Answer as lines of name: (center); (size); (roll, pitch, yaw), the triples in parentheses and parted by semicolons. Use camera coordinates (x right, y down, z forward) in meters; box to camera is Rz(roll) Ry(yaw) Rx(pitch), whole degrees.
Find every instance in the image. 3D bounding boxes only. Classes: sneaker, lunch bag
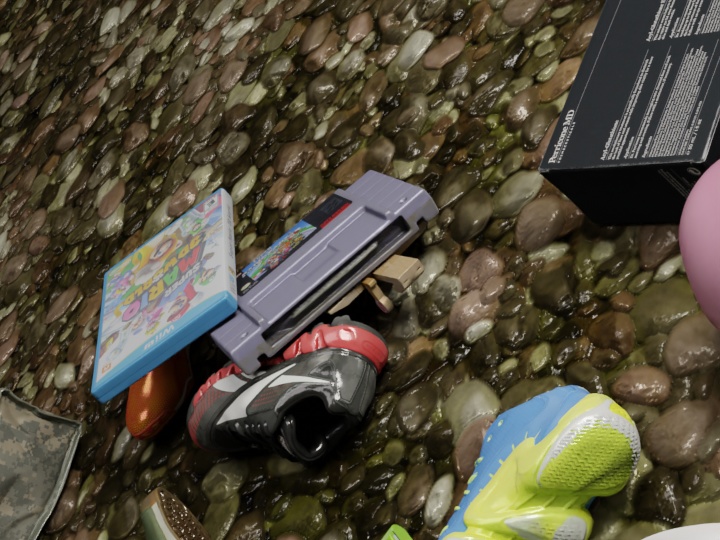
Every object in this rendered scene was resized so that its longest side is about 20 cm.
sneaker: (-0.066, 0.112, 1.108); (0.200, 0.071, 0.098); (-25, 40, 33)
lunch bag: (-0.377, 0.220, 1.345); (0.164, 0.117, 0.201); (-5, 62, 48)
sneaker: (-0.189, 0.062, 1.296); (0.073, 0.077, 0.201); (-21, 46, 35)
sneaker: (0.096, 0.153, 0.897); (0.200, 0.076, 0.105); (-47, 16, 9)
sneaker: (-0.147, 0.252, 1.079); (0.090, 0.067, 0.200); (-46, 37, 1)

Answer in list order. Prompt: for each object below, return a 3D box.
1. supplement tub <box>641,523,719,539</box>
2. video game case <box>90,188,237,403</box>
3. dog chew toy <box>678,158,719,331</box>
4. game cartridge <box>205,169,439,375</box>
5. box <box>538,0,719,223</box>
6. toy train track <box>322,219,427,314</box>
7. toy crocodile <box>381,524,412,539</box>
supplement tub: (0.177, 0.233, 0.643); (0.145, 0.145, 0.201); (-19, 46, 39)
video game case: (-0.167, 0.017, 1.217); (0.143, 0.018, 0.200); (-35, 27, 12)
dog chew toy: (0.282, -0.030, 0.785); (0.199, 0.125, 0.125); (-22, 44, 27)
game cartridge: (-0.040, -0.005, 1.146); (0.200, 0.038, 0.130); (-41, 25, -8)
box: (0.227, -0.136, 0.977); (0.141, 0.079, 0.201); (3, 63, 48)
toy train track: (0.000, 0.000, 1.162); (0.115, 0.033, 0.200); (-44, 23, -16)
toy crocodile: (0.070, 0.224, 0.802); (0.200, 0.062, 0.068); (42, 109, 36)
